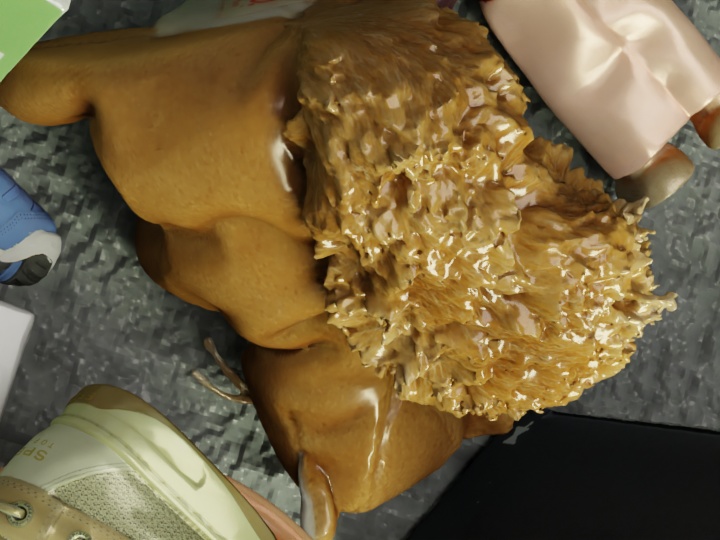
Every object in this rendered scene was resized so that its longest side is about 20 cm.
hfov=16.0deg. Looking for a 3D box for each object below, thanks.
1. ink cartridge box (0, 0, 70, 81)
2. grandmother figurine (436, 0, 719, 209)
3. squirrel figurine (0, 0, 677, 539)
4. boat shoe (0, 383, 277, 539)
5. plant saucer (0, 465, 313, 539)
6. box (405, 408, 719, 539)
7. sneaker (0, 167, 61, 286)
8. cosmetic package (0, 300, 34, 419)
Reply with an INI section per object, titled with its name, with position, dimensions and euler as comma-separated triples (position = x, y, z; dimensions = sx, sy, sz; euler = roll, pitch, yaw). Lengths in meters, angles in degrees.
[ink cartridge box]
position = -0.140, -0.121, 0.797
dimensions = 0.104, 0.059, 0.200
euler = 31, 42, -23
[grandmother figurine]
position = 0.060, -0.115, 0.953
dimensions = 0.121, 0.061, 0.200
euler = -42, 104, -9
[squirrel figurine]
position = 0.000, 0.000, 0.848
dimensions = 0.141, 0.200, 0.187
euler = -28, 114, -33
[boat shoe]
position = -0.033, 0.125, 0.797
dimensions = 0.201, 0.073, 0.063
euler = 47, 64, -5
[plant saucer]
position = -0.080, 0.158, 0.822
dimensions = 0.200, 0.037, 0.201
euler = 8, 72, -27
[box]
position = 0.129, 0.159, 0.904
dimensions = 0.117, 0.197, 0.200
euler = -46, 108, -18
[sneaker]
position = -0.170, -0.068, 0.827
dimensions = 0.200, 0.076, 0.077
euler = 40, 77, -21
[cosmetic package]
position = -0.222, 0.053, 0.814
dimensions = 0.200, 0.052, 0.151
euler = 22, 78, -24
